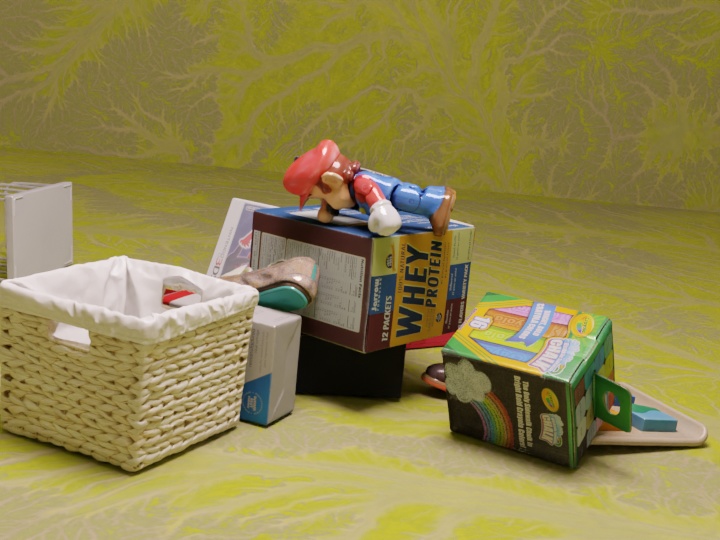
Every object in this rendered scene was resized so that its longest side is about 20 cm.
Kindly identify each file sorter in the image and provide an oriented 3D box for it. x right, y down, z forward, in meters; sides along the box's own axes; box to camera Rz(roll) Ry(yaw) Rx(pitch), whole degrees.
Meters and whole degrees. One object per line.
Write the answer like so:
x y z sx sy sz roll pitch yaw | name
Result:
-0.563 -0.067 1.735 0.124 0.140 0.200 5 12 11 | file sorter

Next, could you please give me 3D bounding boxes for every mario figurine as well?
0.005 -0.075 1.250 0.199 0.107 0.124 15 -23 3 | mario figurine

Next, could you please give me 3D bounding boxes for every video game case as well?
-0.133 -0.003 1.562 0.199 0.183 0.023 13 -10 29 | video game case

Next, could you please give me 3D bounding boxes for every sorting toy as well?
0.289 0.168 1.308 0.199 0.037 0.185 0 14 -25 | sorting toy

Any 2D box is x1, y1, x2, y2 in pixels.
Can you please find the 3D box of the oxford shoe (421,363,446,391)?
0.169 0.119 1.385 0.199 0.073 0.071 0 14 -26 | oxford shoe

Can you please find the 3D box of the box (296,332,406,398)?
-0.022 0.095 1.392 0.140 0.079 0.200 1 12 -4 | box

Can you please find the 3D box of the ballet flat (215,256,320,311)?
-0.124 0.024 1.277 0.199 0.068 0.068 -10 45 35 | ballet flat

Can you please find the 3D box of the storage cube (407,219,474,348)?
0.043 0.006 1.596 0.199 0.181 0.171 -1 14 -33 | storage cube

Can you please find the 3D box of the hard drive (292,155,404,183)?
0.014 -0.107 1.461 0.139 0.038 0.200 15 -2 32 | hard drive

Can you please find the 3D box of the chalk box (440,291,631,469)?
0.207 0.122 1.188 0.199 0.126 0.124 13 40 29 | chalk box

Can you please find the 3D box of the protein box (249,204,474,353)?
0.000 0.000 1.338 0.199 0.136 0.198 15 15 39 | protein box

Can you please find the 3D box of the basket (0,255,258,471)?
-0.240 0.088 1.114 0.197 0.162 0.200 12 13 26 | basket

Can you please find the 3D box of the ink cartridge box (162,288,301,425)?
-0.172 0.093 1.233 0.199 0.117 0.067 10 13 23 | ink cartridge box
